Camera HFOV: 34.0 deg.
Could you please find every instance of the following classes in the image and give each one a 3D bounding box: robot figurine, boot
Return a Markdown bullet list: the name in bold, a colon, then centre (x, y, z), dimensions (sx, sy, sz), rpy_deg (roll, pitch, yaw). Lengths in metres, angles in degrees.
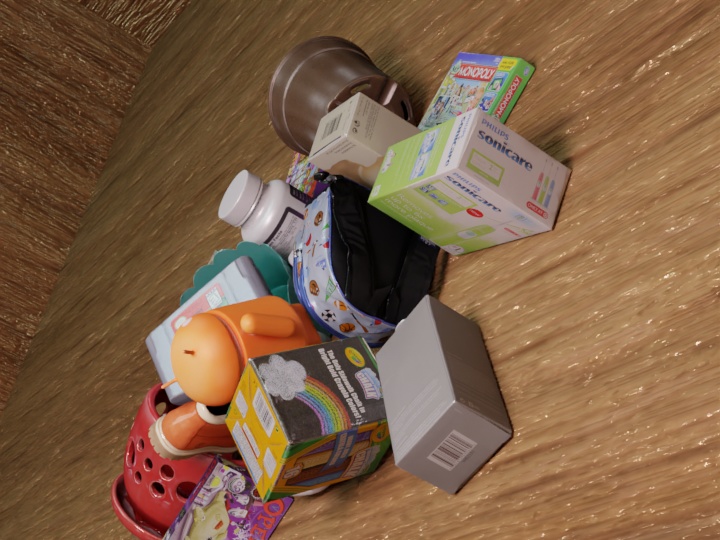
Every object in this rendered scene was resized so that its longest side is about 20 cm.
- **robot figurine**: centre (-0.143, 0.095, 1.420), dimensions (0.143, 0.199, 0.117), rpy_deg (10, 109, 48)
- **boot**: centre (-0.172, 0.188, 1.535), dimensions (0.107, 0.200, 0.075), rpy_deg (-39, 75, 27)

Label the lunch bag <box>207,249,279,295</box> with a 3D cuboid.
- **lunch bag**: centre (-0.192, 0.077, 1.887), dimensions (0.200, 0.117, 0.165), rpy_deg (26, 86, 56)

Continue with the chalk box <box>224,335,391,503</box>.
- **chalk box**: centre (-0.036, 0.167, 1.376), dimensions (0.125, 0.199, 0.124), rpy_deg (60, 143, 31)

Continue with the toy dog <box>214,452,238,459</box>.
- **toy dog**: centre (-0.247, 0.253, 1.831), dimensions (0.200, 0.096, 0.132), rpy_deg (-39, 31, 42)

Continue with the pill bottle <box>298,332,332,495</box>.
- **pill bottle**: centre (-0.079, 0.179, 1.524), dimensions (0.111, 0.111, 0.201), rpy_deg (-42, 29, 37)

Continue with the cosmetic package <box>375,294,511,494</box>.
- **cosmetic package**: centre (0.086, 0.132, 1.291), dimensions (0.107, 0.090, 0.200), rpy_deg (-50, 22, 24)

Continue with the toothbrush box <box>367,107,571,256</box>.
- **toothbrush box**: centre (0.125, -0.100, 1.396), dimensions (0.200, 0.145, 0.087), rpy_deg (-17, 48, 58)

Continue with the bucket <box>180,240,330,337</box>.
- **bucket**: centre (-0.151, 0.075, 1.701), dimensions (0.206, 0.135, 0.208), rpy_deg (-15, 60, 27)

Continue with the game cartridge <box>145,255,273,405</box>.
- **game cartridge**: centre (-0.202, 0.088, 1.620), dimensions (0.200, 0.041, 0.133), rpy_deg (-41, 57, 11)

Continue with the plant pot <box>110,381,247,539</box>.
- **plant pot**: centre (-0.241, 0.283, 1.663), dimensions (0.183, 0.199, 0.201), rpy_deg (-64, 20, 20)

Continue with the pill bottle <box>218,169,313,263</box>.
- **pill bottle**: centre (-0.110, -0.068, 1.782), dimensions (0.111, 0.199, 0.112), rpy_deg (-46, 26, 31)

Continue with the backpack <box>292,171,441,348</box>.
- **backpack**: centre (0.000, 0.000, 1.506), dimensions (0.154, 0.199, 0.191), rpy_deg (-46, 33, 41)

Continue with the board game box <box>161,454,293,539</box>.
- **board game box**: centre (-0.192, 0.355, 1.565), dimensions (0.201, 0.120, 0.032), rpy_deg (-58, 23, 9)

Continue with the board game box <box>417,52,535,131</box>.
- **board game box**: centre (0.156, -0.236, 1.642), dimensions (0.135, 0.029, 0.200), rpy_deg (-61, 23, 1)

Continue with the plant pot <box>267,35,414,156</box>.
- **plant pot**: centre (-0.021, -0.252, 1.843), dimensions (0.201, 0.200, 0.198), rpy_deg (-59, 30, 5)

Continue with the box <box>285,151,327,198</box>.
- **box**: centre (-0.087, -0.154, 2.042), dimensions (0.137, 0.039, 0.201), rpy_deg (-34, 35, 49)

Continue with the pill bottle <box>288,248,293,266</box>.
- **pill bottle**: centre (-0.004, -0.068, 1.663), dimensions (0.201, 0.119, 0.120), rpy_deg (-58, 23, 3)

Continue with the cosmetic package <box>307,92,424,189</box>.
- **cosmetic package**: centre (0.043, -0.140, 1.545), dimensions (0.105, 0.199, 0.071), rpy_deg (-27, 41, 55)
